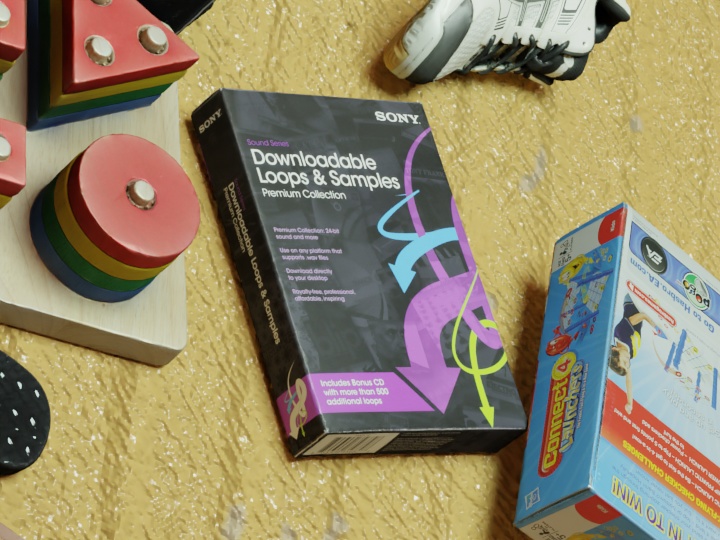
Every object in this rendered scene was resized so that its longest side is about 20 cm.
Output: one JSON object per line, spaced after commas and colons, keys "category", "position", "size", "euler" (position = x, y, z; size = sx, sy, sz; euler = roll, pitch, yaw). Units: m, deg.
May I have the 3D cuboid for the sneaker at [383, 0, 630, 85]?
{"category": "sneaker", "position": [0.093, -0.142, 1.619], "size": [0.088, 0.076, 0.200], "euler": [52, 43, 2]}

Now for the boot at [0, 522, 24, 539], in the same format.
{"category": "boot", "position": [-0.202, 0.125, 1.204], "size": [0.200, 0.074, 0.076], "euler": [32, 64, -14]}

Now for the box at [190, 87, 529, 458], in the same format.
{"category": "box", "position": [0.000, 0.000, 1.471], "size": [0.143, 0.036, 0.200], "euler": [1, 61, -40]}

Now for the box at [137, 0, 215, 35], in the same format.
{"category": "box", "position": [-0.130, -0.266, 1.480], "size": [0.200, 0.123, 0.199], "euler": [31, 47, -22]}

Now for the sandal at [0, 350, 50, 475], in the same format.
{"category": "sandal", "position": [-0.224, 0.033, 1.262], "size": [0.200, 0.045, 0.075], "euler": [40, 47, -32]}

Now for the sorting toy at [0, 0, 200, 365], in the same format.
{"category": "sorting toy", "position": [-0.162, -0.077, 1.363], "size": [0.198, 0.070, 0.200], "euler": [17, 52, -31]}

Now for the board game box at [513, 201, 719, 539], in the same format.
{"category": "board game box", "position": [0.179, 0.099, 1.516], "size": [0.200, 0.056, 0.196], "euler": [38, 43, -27]}
